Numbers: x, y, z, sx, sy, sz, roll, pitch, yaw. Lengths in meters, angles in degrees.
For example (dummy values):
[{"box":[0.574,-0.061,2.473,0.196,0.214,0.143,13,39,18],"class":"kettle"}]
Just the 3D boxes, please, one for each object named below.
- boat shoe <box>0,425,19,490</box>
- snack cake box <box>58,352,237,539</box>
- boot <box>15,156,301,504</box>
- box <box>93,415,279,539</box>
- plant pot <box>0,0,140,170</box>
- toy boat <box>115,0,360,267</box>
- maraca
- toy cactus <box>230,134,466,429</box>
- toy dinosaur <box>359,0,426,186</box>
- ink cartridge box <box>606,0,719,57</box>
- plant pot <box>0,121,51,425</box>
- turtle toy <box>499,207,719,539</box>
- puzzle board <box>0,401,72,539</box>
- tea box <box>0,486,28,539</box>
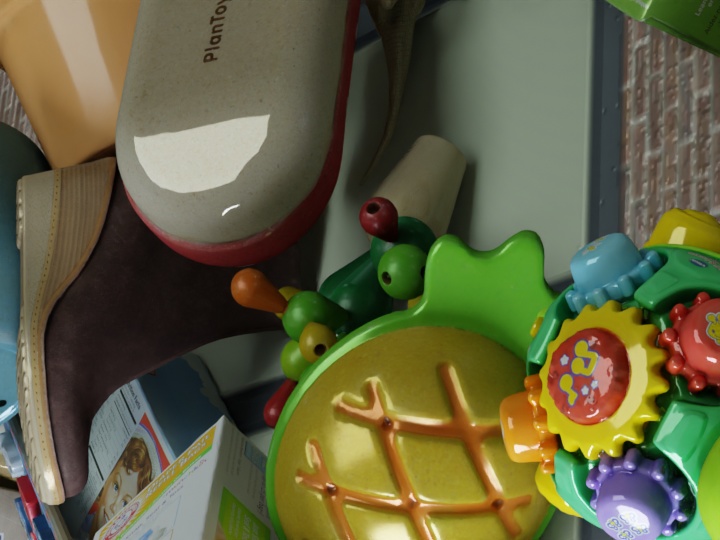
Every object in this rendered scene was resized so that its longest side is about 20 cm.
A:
[{"box":[-0.271,0.114,1.374,0.199,0.073,0.070,0,62,54],"class":"boat shoe"},{"box":[-0.117,0.142,1.134,0.116,0.067,0.200,-58,36,18],"class":"snack cake box"},{"box":[-0.112,0.031,1.095,0.072,0.165,0.202,128,140,-70],"class":"boot"},{"box":[-0.070,0.174,0.929,0.101,0.112,0.200,-43,14,12],"class":"box"},{"box":[-0.133,-0.128,1.190,0.199,0.199,0.141,-30,67,45],"class":"plant pot"},{"box":[-0.055,-0.087,1.062,0.129,0.131,0.202,-8,54,21],"class":"toy boat"},{"box":[0.040,0.074,0.897,0.201,0.137,0.107,-53,10,14],"class":"maraca"},{"box":[0.000,0.000,1.004,0.166,0.102,0.200,-61,-3,-25],"class":"toy cactus"},{"box":[0.021,-0.158,1.099,0.101,0.058,0.202,124,140,-64],"class":"toy dinosaur"},{"box":[0.165,-0.218,0.891,0.201,0.075,0.148,-63,35,14],"class":"ink cartridge box"},{"box":[-0.258,0.023,1.154,0.200,0.199,0.135,-51,50,28],"class":"plant pot"},{"box":[0.134,0.060,0.778,0.200,0.101,0.147,35,104,44],"class":"turtle toy"},{"box":[-0.187,0.183,1.172,0.200,0.017,0.152,-129,27,-56],"class":"puzzle board"},{"box":[-0.324,0.241,1.323,0.196,0.133,0.202,-9,68,53],"class":"tea box"}]
